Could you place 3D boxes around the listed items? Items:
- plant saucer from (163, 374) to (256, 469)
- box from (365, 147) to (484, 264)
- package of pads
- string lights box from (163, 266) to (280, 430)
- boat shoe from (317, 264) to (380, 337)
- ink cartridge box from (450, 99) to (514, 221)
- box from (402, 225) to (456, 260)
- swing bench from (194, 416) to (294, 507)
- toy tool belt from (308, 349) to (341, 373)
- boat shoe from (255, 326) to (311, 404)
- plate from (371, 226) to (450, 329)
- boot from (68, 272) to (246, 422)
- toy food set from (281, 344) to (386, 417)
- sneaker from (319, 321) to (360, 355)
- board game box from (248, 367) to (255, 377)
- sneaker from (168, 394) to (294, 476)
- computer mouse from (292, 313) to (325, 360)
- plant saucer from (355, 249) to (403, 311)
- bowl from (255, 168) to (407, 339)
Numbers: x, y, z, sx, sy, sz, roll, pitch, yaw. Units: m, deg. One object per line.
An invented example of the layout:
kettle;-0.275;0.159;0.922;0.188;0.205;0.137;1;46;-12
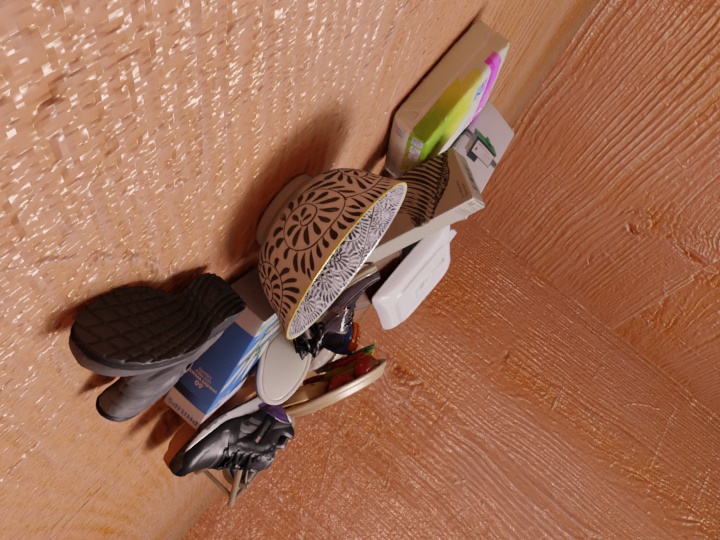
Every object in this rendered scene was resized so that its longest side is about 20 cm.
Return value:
plant saucer;-0.204;0.216;0.862;0.200;0.032;0.201;-39;169;-9
box;0.067;-0.086;0.823;0.198;0.083;0.068;-28;166;22
package of pads;0.117;-0.229;0.832;0.200;0.068;0.155;-49;172;-14
string lights box;-0.154;0.089;0.704;0.201;0.059;0.103;-55;175;30
boat shoe;-0.040;0.069;0.893;0.199;0.065;0.072;-39;175;14
ink cartridge box;0.144;-0.169;0.959;0.145;0.084;0.201;-13;-141;55
box;0.069;-0.041;1.119;0.201;0.115;0.132;-52;147;7
swing bench;-0.261;0.410;1.394;0.201;0.129;0.199;-55;172;25
toy tool belt;-0.101;0.175;1.280;0.201;0.125;0.123;-53;165;14
boat shoe;-0.111;0.101;0.823;0.062;0.072;0.202;-34;-145;43
plate;0.105;0.016;1.059;0.200;0.032;0.200;-48;159;-10
boot;-0.177;0.078;0.475;0.132;0.070;0.200;-48;170;14
toy food set;-0.049;0.182;0.956;0.198;0.049;0.198;-25;177;2
sneaker;-0.086;0.103;1.029;0.198;0.078;0.076;-11;-122;47
board game box;-0.195;0.173;0.980;0.201;0.034;0.135;-55;173;24
sneaker;-0.154;0.227;0.762;0.076;0.088;0.199;-45;168;29
computer mouse;-0.061;0.009;0.751;0.139;0.052;0.203;134;-30;-73
plant saucer;0.000;0.000;0.963;0.198;0.037;0.202;-24;137;-24
bowl;-0.047;-0.037;0.608;0.201;0.094;0.201;-51;172;-10
